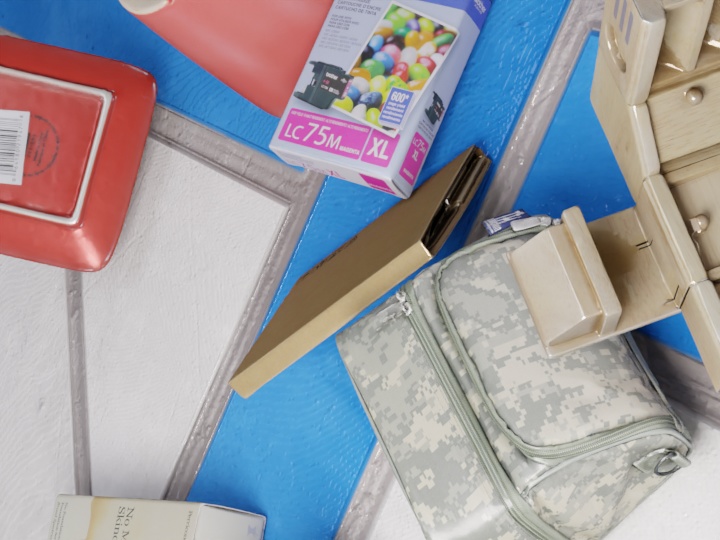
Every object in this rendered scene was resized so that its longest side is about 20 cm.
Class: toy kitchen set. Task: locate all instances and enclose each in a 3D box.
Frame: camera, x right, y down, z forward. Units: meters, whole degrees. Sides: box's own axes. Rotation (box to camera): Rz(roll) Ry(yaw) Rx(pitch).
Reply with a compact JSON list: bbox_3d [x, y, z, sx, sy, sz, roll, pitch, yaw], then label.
[{"bbox_3d":[0.165,-0.044,0.833,0.162,0.181,0.201,-20,71,-3],"label":"toy kitchen set"}]

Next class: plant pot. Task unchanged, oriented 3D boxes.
[{"bbox_3d":[-0.094,-0.246,1.254,0.200,0.177,0.202,-20,61,40],"label":"plant pot"}]

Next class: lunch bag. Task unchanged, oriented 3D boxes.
[{"bbox_3d":[0.100,0.079,0.962,0.167,0.139,0.201,-33,52,11],"label":"lunch bag"}]

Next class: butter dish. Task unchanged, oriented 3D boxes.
[{"bbox_3d":[-0.299,-0.104,1.450,0.198,0.148,0.201,13,83,4],"label":"butter dish"}]

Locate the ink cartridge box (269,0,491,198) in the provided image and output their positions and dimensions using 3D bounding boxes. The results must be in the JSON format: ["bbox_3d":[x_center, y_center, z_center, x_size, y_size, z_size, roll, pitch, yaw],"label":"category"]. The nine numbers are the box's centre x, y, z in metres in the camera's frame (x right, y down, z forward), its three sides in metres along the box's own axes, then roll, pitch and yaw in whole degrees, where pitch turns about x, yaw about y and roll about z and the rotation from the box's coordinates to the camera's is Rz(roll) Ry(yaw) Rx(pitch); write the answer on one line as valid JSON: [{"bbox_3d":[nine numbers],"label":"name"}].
[{"bbox_3d":[0.021,-0.164,1.162,0.119,0.042,0.201,17,76,32],"label":"ink cartridge box"}]

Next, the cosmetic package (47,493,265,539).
[{"bbox_3d":[-0.172,0.238,1.225,0.199,0.071,0.106,-8,69,45],"label":"cosmetic package"}]

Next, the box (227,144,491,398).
[{"bbox_3d":[0.000,0.000,1.103,0.200,0.021,0.164,-36,12,32],"label":"box"}]
